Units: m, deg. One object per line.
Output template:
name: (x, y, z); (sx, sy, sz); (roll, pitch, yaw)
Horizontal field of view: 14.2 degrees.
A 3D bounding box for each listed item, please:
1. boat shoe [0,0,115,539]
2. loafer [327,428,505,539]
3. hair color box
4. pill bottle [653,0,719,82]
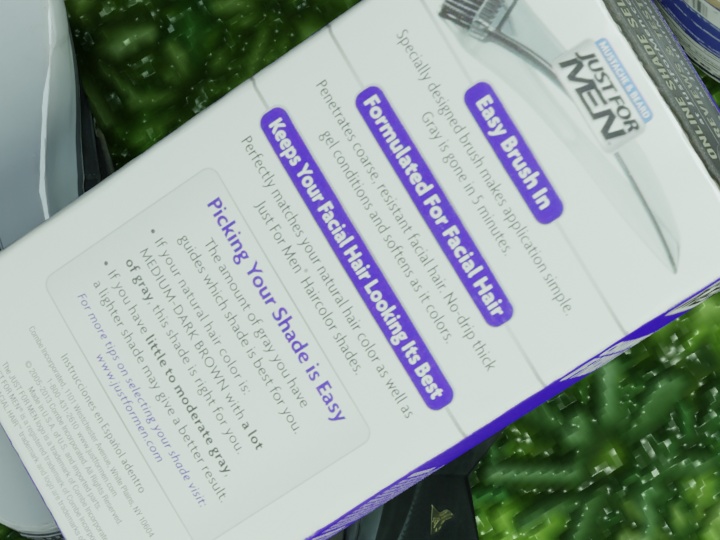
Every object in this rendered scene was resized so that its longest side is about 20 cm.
boat shoe: (-0.103, -0.018, 0.854); (0.068, 0.057, 0.201); (-13, 82, 14)
loafer: (-0.005, 0.074, 0.834); (0.072, 0.073, 0.201); (14, 88, 34)
hair color box: (0.000, 0.000, 0.756); (0.200, 0.065, 0.110); (-33, 82, 19)
pill bottle: (0.125, -0.104, 0.762); (0.115, 0.200, 0.116); (0, 86, 6)
